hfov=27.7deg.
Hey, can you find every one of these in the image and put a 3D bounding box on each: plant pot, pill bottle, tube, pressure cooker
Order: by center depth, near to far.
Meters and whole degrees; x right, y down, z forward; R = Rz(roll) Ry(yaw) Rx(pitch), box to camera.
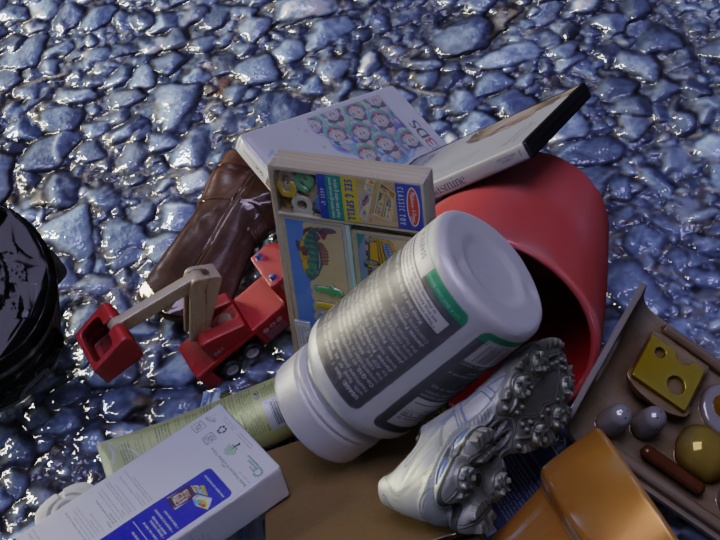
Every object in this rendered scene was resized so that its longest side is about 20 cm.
[{"bbox_3d":[0.153,0.247,1.051,0.183,0.200,0.201,-34,50,3],"label":"plant pot"},{"bbox_3d":[0.032,0.055,1.109,0.200,0.113,0.114,-40,41,29],"label":"pill bottle"},{"bbox_3d":[-0.123,0.140,1.232,0.199,0.052,0.058,-24,19,-2],"label":"tube"},{"bbox_3d":[0.127,0.001,1.255,0.199,0.202,0.178,9,38,19],"label":"plant pot"},{"bbox_3d":[-0.357,0.038,1.329,0.174,0.200,0.180,4,71,-10],"label":"pressure cooker"}]

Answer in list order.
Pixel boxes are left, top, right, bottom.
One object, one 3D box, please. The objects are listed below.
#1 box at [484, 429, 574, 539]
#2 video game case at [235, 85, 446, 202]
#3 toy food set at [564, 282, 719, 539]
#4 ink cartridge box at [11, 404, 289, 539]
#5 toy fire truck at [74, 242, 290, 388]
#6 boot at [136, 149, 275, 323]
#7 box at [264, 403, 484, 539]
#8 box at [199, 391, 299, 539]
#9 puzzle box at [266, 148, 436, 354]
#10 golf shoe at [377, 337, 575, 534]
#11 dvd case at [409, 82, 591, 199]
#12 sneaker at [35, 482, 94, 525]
[{"bbox_3d":[0.088,0.189,1.176,0.199,0.032,0.122,-32,62,-3],"label":"box"},{"bbox_3d":[0.010,-0.087,1.385,0.199,0.024,0.182,-23,62,-36],"label":"video game case"},{"bbox_3d":[0.274,0.117,1.162,0.199,0.060,0.144,35,61,0],"label":"toy food set"},{"bbox_3d":[-0.162,0.192,1.133,0.199,0.039,0.099,-31,43,-19],"label":"ink cartridge box"},{"bbox_3d":[-0.138,0.037,1.302,0.200,0.141,0.049,-40,52,2],"label":"toy fire truck"},{"bbox_3d":[-0.099,-0.017,1.399,0.185,0.064,0.201,11,55,26],"label":"boot"},{"bbox_3d":[0.003,0.173,1.128,0.162,0.021,0.200,-19,24,4],"label":"box"},{"bbox_3d":[-0.086,0.196,1.232,0.136,0.040,0.201,0,51,14],"label":"box"},{"bbox_3d":[0.000,0.000,1.179,0.132,0.201,0.025,8,38,19],"label":"puzzle box"},{"bbox_3d":[0.085,0.113,1.084,0.097,0.079,0.200,-3,26,41],"label":"golf shoe"},{"bbox_3d":[0.095,-0.099,1.282,0.199,0.018,0.143,-22,14,38],"label":"dvd case"},{"bbox_3d":[-0.199,0.258,1.160,0.076,0.081,0.200,-21,41,-7],"label":"sneaker"}]
